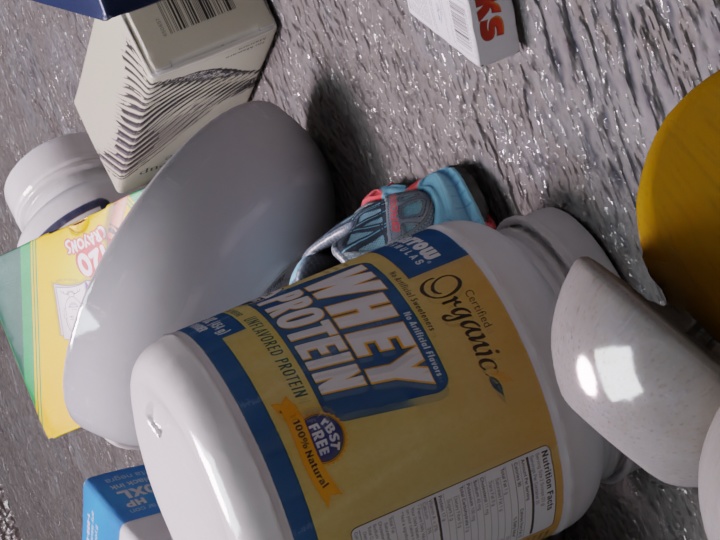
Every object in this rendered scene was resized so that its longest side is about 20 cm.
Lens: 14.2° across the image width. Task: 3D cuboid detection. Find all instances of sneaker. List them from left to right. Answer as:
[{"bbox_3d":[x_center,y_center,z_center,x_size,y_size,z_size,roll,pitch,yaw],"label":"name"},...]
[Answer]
[{"bbox_3d":[0.000,0.000,1.400,0.080,0.095,0.200,67,164,7],"label":"sneaker"}]

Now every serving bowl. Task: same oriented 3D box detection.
[{"bbox_3d":[-0.071,0.013,1.527,0.066,0.200,0.201,30,149,19],"label":"serving bowl"}]

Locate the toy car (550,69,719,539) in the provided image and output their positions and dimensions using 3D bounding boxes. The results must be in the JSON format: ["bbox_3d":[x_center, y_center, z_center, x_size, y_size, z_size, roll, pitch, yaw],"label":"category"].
[{"bbox_3d":[0.167,0.017,0.817,0.150,0.175,0.200,37,-174,-37],"label":"toy car"}]

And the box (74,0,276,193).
[{"bbox_3d":[-0.107,-0.116,1.634,0.069,0.082,0.200,64,165,11],"label":"box"}]

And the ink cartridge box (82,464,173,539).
[{"bbox_3d":[-0.056,0.196,1.338,0.200,0.084,0.146,41,134,52],"label":"ink cartridge box"}]

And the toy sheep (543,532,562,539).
[{"bbox_3d":[0.029,0.127,1.407,0.200,0.137,0.139,39,148,41],"label":"toy sheep"}]

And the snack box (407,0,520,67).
[{"bbox_3d":[0.027,-0.188,1.200,0.072,0.024,0.201,-134,27,-55],"label":"snack box"}]

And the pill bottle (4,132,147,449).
[{"bbox_3d":[-0.161,0.010,1.913,0.201,0.110,0.111,60,162,28],"label":"pill bottle"}]

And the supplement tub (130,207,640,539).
[{"bbox_3d":[0.015,0.065,1.243,0.145,0.199,0.145,57,160,33],"label":"supplement tub"}]

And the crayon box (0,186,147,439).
[{"bbox_3d":[-0.131,0.017,1.751,0.199,0.058,0.119,-22,89,41],"label":"crayon box"}]

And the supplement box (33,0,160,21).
[{"bbox_3d":[-0.112,-0.235,1.303,0.200,0.134,0.201,23,133,68],"label":"supplement box"}]
